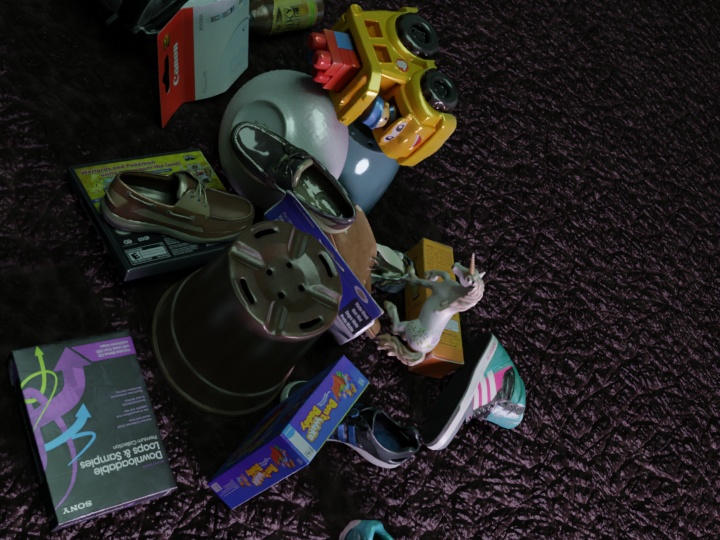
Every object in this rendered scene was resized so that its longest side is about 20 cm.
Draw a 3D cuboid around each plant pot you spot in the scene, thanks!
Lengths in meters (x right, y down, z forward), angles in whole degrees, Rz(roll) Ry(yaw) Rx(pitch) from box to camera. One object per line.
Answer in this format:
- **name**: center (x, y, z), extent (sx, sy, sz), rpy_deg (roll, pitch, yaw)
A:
- **plant pot**: center (-0.026, -0.187, 1.307), extent (0.198, 0.161, 0.203), rpy_deg (16, 56, -26)
- **plant pot**: center (-0.132, 0.050, 1.070), extent (0.198, 0.198, 0.203), rpy_deg (17, 54, -26)

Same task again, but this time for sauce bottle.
- **sauce bottle**: center (-0.147, -0.417, 1.424), extent (0.199, 0.065, 0.065), rpy_deg (-28, 81, -40)

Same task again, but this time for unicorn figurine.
- **unicorn figurine**: center (0.105, 0.046, 1.232), extent (0.073, 0.203, 0.137), rpy_deg (8, 18, -39)

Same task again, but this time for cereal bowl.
- **cereal bowl**: center (-0.119, -0.183, 1.205), extent (0.083, 0.199, 0.202), rpy_deg (7, 56, -64)

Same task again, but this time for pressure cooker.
- **pressure cooker**: center (-0.306, -0.436, 1.248), extent (0.200, 0.176, 0.179), rpy_deg (48, 31, -3)

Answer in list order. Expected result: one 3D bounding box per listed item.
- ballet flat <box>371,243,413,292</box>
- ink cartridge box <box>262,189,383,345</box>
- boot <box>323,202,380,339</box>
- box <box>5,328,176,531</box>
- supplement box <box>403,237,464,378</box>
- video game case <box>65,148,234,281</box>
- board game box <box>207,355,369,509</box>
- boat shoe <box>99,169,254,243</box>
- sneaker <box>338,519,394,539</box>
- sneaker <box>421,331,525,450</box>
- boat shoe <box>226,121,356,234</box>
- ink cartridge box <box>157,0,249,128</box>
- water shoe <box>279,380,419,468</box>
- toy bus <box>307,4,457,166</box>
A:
- **ballet flat**: center (-0.006, -0.029, 1.292), extent (0.198, 0.074, 0.075), rpy_deg (20, 54, -24)
- **ink cartridge box**: center (-0.060, 0.004, 1.153), extent (0.040, 0.200, 0.200), rpy_deg (-37, 87, -14)
- **boot**: center (0.000, 0.000, 1.233), extent (0.075, 0.074, 0.203), rpy_deg (-22, 105, -6)
- **box**: center (-0.304, 0.175, 0.985), extent (0.142, 0.036, 0.202), rpy_deg (-10, 72, -38)
- **supplement box**: center (0.109, 0.056, 1.324), extent (0.068, 0.066, 0.203), rpy_deg (13, 58, -29)
- **video game case**: center (-0.258, -0.080, 1.144), extent (0.198, 0.026, 0.182), rpy_deg (-15, 59, -39)
- **board game box**: center (-0.087, 0.192, 1.016), extent (0.045, 0.200, 0.135), rpy_deg (45, 48, -4)
- **boat shoe**: center (-0.223, -0.085, 1.096), extent (0.197, 0.072, 0.076), rpy_deg (2, 49, -29)
- **sneaker**: center (0.049, 0.395, 1.075), extent (0.201, 0.080, 0.077), rpy_deg (51, 48, 0)
- **sneaker**: center (0.177, 0.204, 1.280), extent (0.121, 0.083, 0.201), rpy_deg (44, 62, -16)
- **boat shoe**: center (-0.082, -0.127, 1.116), extent (0.199, 0.065, 0.074), rpy_deg (36, 71, -11)
- **ink cartridge box**: center (-0.221, -0.314, 1.244), extent (0.047, 0.161, 0.201), rpy_deg (20, 49, 8)
- **water shoe**: center (-0.010, 0.193, 1.151), extent (0.198, 0.079, 0.072), rpy_deg (28, 51, -19)
- **toy bus**: center (0.015, -0.252, 1.166), extent (0.190, 0.135, 0.203), rpy_deg (-4, 68, -41)
